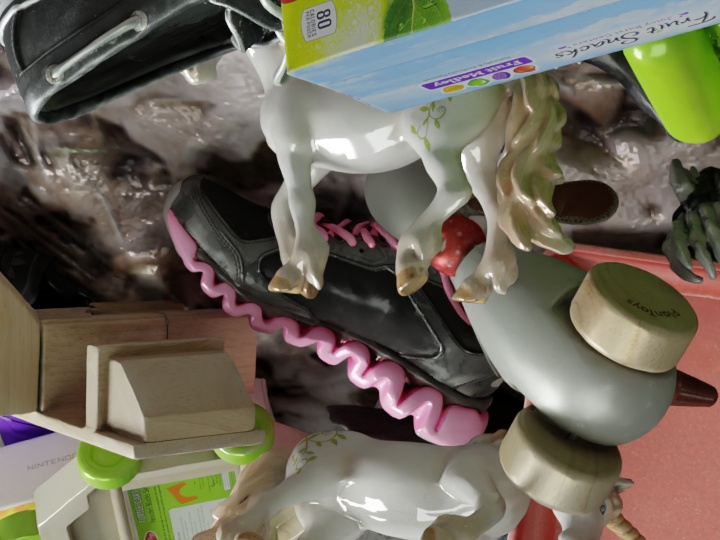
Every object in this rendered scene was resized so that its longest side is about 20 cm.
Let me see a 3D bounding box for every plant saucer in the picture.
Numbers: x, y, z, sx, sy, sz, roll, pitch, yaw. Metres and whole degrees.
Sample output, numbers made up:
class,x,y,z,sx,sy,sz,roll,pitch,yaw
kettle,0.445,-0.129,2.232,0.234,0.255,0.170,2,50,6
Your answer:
class,x,y,z,sx,sy,sz,roll,pitch,yaw
plant saucer,0.175,0.097,0.791,0.199,0.201,0.037,8,-176,20

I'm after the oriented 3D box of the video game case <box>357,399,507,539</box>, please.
class,x,y,z,sx,sy,sz,roll,pitch,yaw
video game case,0.054,0.197,0.919,0.182,0.200,0.023,29,156,-17

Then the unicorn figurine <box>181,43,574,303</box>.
class,x,y,z,sx,sy,sz,roll,pitch,yaw
unicorn figurine,-0.007,-0.058,0.696,0.199,0.138,0.074,2,176,11

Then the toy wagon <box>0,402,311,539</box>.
class,x,y,z,sx,sy,sz,roll,pitch,yaw
toy wagon,-0.116,0.132,0.889,0.199,0.040,0.155,-9,142,-7

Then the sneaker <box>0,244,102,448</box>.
class,x,y,z,sx,sy,sz,roll,pitch,yaw
sneaker,-0.167,0.060,0.929,0.099,0.070,0.200,-5,137,20

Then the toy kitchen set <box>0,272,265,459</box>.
class,x,y,z,sx,sy,sz,roll,pitch,yaw
toy kitchen set,-0.125,-0.016,0.781,0.200,0.181,0.163,-2,-172,-40

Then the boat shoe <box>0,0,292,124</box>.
class,x,y,z,sx,sy,sz,roll,pitch,yaw
boat shoe,-0.041,-0.111,0.633,0.199,0.068,0.074,-19,160,-2

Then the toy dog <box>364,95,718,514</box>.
class,x,y,z,sx,sy,sz,roll,pitch,yaw
toy dog,0.086,0.011,0.727,0.096,0.200,0.132,8,141,-39

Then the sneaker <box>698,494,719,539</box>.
class,x,y,z,sx,sy,sz,roll,pitch,yaw
sneaker,0.241,0.087,0.822,0.200,0.085,0.075,-26,171,10

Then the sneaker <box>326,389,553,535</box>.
class,x,y,z,sx,sy,sz,roll,pitch,yaw
sneaker,0.090,0.092,0.887,0.199,0.104,0.060,-8,110,-22

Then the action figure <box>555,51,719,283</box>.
class,x,y,z,sx,sy,sz,roll,pitch,yaw
action figure,0.166,-0.047,0.670,0.200,0.102,0.119,37,125,-22

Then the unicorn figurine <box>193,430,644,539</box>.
class,x,y,z,sx,sy,sz,roll,pitch,yaw
unicorn figurine,0.031,0.106,0.731,0.199,0.137,0.074,16,118,16

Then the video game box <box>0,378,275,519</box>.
class,x,y,z,sx,sy,sz,roll,pitch,yaw
video game box,-0.133,0.151,0.975,0.199,0.047,0.182,-16,141,-2

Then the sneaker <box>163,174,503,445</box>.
class,x,y,z,sx,sy,sz,roll,pitch,yaw
sneaker,0.000,0.000,0.817,0.200,0.079,0.095,32,111,-14

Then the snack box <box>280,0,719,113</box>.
class,x,y,z,sx,sy,sz,roll,pitch,yaw
snack box,0.054,-0.165,0.488,0.168,0.201,0.068,-12,167,30

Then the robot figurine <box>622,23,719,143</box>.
class,x,y,z,sx,sy,sz,roll,pitch,yaw
robot figurine,0.164,-0.113,0.545,0.175,0.116,0.200,-33,96,10
